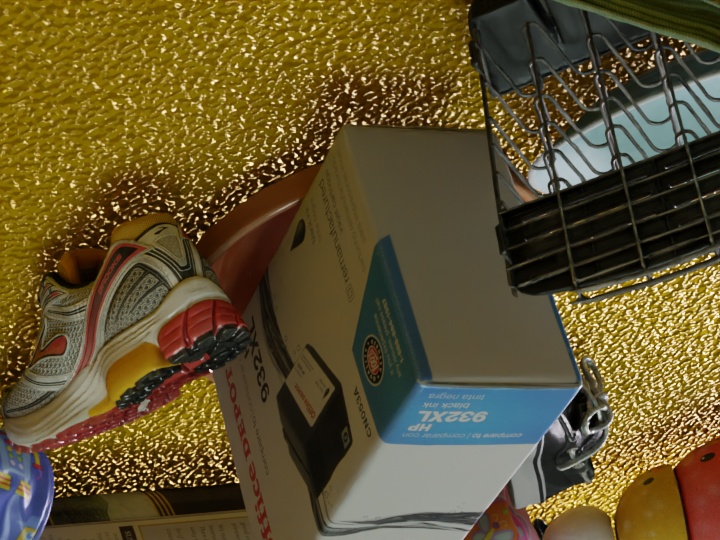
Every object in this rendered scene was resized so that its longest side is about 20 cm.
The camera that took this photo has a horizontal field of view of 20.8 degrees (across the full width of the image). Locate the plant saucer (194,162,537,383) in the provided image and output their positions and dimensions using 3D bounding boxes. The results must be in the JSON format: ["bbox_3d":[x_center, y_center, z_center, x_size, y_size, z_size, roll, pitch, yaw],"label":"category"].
[{"bbox_3d":[0.000,0.000,1.011,0.200,0.032,0.201,-13,146,-9],"label":"plant saucer"}]

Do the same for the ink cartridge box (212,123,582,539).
[{"bbox_3d":[0.009,0.050,0.926,0.083,0.145,0.200,1,143,-25],"label":"ink cartridge box"}]

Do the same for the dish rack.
[{"bbox_3d":[0.120,-0.068,0.811,0.153,0.200,0.055,-21,135,18],"label":"dish rack"}]

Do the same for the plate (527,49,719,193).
[{"bbox_3d":[0.174,-0.079,0.943,0.199,0.026,0.200,-14,168,-3],"label":"plate"}]

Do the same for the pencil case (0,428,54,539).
[{"bbox_3d":[-0.249,0.098,0.982,0.200,0.078,0.087,26,87,-45],"label":"pencil case"}]

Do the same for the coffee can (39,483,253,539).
[{"bbox_3d":[-0.133,0.200,1.137,0.199,0.147,0.147,-2,144,-24],"label":"coffee can"}]

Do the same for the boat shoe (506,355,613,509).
[{"bbox_3d":[0.114,0.086,1.154,0.068,0.074,0.200,-13,148,1],"label":"boat shoe"}]

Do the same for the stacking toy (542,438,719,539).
[{"bbox_3d":[0.218,0.169,1.288,0.199,0.147,0.146,-9,148,1],"label":"stacking toy"}]

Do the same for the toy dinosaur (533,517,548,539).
[{"bbox_3d":[0.098,0.230,1.371,0.200,0.103,0.136,-12,174,-35],"label":"toy dinosaur"}]

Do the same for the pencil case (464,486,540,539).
[{"bbox_3d":[0.022,0.206,1.277,0.199,0.088,0.087,-23,147,7],"label":"pencil case"}]

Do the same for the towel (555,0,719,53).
[{"bbox_3d":[0.134,-0.098,0.676,0.200,0.152,0.023,-6,114,-47],"label":"towel"}]

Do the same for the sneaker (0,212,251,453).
[{"bbox_3d":[-0.124,0.032,0.970,0.078,0.082,0.200,-17,169,-40],"label":"sneaker"}]
